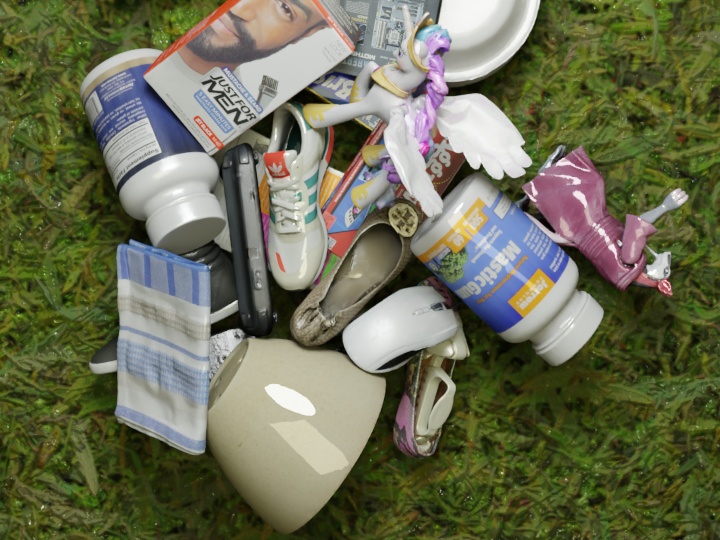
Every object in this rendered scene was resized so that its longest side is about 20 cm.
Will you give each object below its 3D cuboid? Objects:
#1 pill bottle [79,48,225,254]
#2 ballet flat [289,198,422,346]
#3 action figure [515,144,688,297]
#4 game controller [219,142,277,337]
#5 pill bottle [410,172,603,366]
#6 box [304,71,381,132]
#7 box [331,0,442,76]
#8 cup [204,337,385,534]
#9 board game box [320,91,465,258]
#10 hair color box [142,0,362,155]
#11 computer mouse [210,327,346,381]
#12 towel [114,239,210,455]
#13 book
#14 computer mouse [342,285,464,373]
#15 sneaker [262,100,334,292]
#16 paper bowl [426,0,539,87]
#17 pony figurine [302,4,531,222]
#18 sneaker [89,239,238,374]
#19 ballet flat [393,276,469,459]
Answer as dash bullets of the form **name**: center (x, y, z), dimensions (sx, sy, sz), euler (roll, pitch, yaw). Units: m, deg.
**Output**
- **pill bottle**: center (-0.215, -0.123, 1.475), dimensions (0.110, 0.111, 0.202), euler (-24, 74, 0)
- **ballet flat**: center (0.000, 0.000, 1.452), dimensions (0.067, 0.046, 0.200), euler (44, 70, -3)
- **action figure**: center (0.255, -0.038, 1.485), dimensions (0.148, 0.135, 0.200), euler (-33, 66, -28)
- **game controller**: center (-0.119, -0.031, 1.469), dimensions (0.041, 0.104, 0.203), euler (-6, 87, -8)
- **pill bottle**: center (0.157, 0.003, 1.451), dimensions (0.200, 0.112, 0.112), euler (43, 91, -6)
- **box**: center (-0.041, -0.223, 1.521), dimensions (0.199, 0.070, 0.065), euler (33, 93, -2)
- **box**: center (-0.014, -0.284, 1.422), dimensions (0.197, 0.051, 0.160), euler (12, 119, 3)
- **cup**: center (-0.088, 0.153, 1.459), dimensions (0.142, 0.200, 0.201), euler (34, 92, -13)
- **board game box**: center (0.037, -0.095, 1.499), dimensions (0.102, 0.019, 0.201), euler (32, 96, -21)
- **hair color box**: center (-0.110, -0.219, 1.410), dimensions (0.199, 0.064, 0.111), euler (-33, 109, 25)
- **computer mouse**: center (-0.096, 0.089, 1.557), dimensions (0.197, 0.034, 0.059), euler (-10, 76, -5)
- **towel**: center (-0.206, 0.079, 1.430), dimensions (0.024, 0.146, 0.203), euler (-10, 109, -44)
- **book**: center (-0.085, -0.066, 1.541), dimensions (0.198, 0.048, 0.135), euler (25, 94, 0)
- **computer mouse**: center (0.070, 0.049, 1.478), dimensions (0.199, 0.044, 0.110), euler (-25, 74, -34)
- **sneaker**: center (-0.077, -0.082, 1.451), dimensions (0.069, 0.093, 0.203), euler (0, 76, 26)
- **paper bowl**: center (0.097, -0.304, 1.504), dimensions (0.197, 0.104, 0.204), euler (0, 92, 1)
- **pony figurine**: center (0.048, -0.140, 1.376), dimensions (0.166, 0.200, 0.195), euler (-27, 86, -39)
- **sneaker**: center (-0.223, 0.032, 1.520), dimensions (0.198, 0.071, 0.100), euler (-29, 108, -6)
- **ballet flat**: center (0.083, 0.111, 1.533), dimensions (0.068, 0.071, 0.203), euler (8, 93, -35)
